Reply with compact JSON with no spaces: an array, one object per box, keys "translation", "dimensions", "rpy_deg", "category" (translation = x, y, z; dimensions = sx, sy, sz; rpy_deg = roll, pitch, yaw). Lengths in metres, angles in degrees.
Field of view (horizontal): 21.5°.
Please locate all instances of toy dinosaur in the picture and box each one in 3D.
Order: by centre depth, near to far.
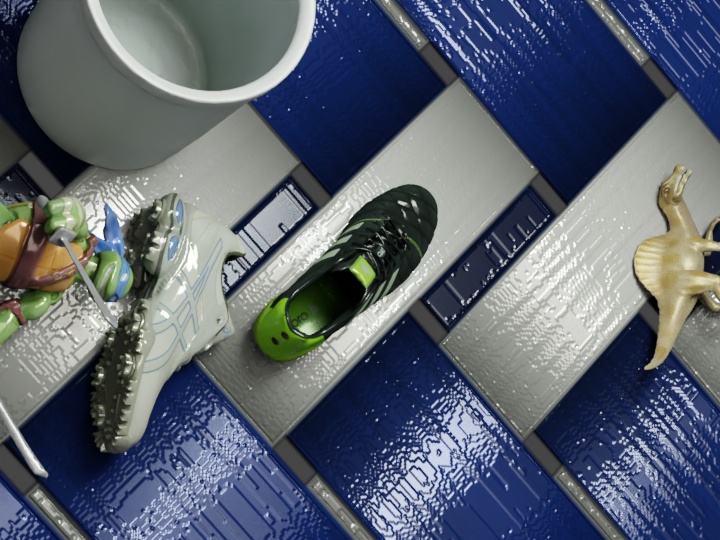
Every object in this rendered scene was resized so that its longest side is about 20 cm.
[{"translation":[0.281,0.012,1.627],"dimensions":[0.101,0.058,0.200],"rpy_deg":[13,64,-7],"category":"toy dinosaur"}]

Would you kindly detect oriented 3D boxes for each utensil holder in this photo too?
[{"translation":[-0.148,-0.174,1.376],"dimensions":[0.170,0.200,0.170],"rpy_deg":[6,76,-24],"category":"utensil holder"}]

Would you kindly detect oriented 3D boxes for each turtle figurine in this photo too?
[{"translation":[-0.255,0.000,1.312],"dimensions":[0.194,0.144,0.200],"rpy_deg":[23,57,-11],"category":"turtle figurine"}]

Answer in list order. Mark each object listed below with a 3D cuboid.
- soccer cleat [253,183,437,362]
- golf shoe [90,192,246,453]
[{"translation":[0.000,0.000,1.471],"dimensions":[0.200,0.081,0.068],"rpy_deg":[-43,98,-27],"category":"soccer cleat"},{"translation":[-0.136,0.046,1.403],"dimensions":[0.097,0.078,0.201],"rpy_deg":[23,71,-26],"category":"golf shoe"}]
